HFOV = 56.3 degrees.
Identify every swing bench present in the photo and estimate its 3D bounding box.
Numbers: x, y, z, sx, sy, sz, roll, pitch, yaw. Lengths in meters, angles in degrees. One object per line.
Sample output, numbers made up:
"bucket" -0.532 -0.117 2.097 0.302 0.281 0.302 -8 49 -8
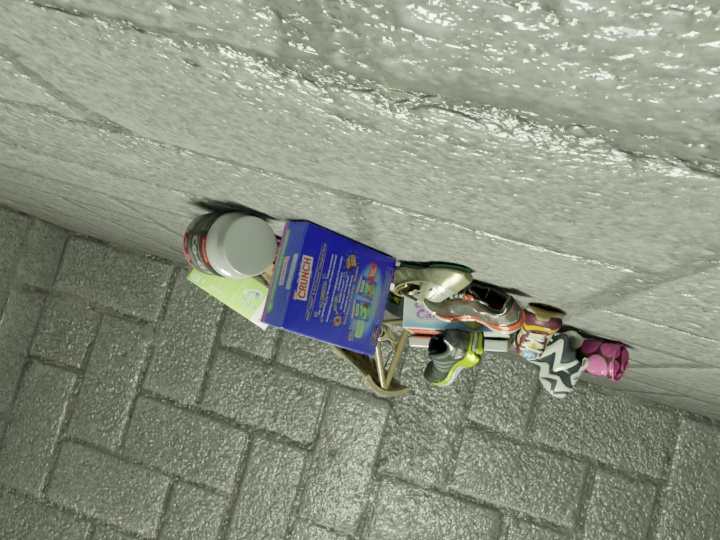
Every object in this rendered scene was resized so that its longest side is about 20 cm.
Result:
"swing bench" 0.017 0.150 1.502 0.127 0.205 0.198 -3 -161 -30

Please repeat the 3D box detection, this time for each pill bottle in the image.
"pill bottle" -0.229 -0.044 1.175 0.112 0.117 0.198 20 173 -31

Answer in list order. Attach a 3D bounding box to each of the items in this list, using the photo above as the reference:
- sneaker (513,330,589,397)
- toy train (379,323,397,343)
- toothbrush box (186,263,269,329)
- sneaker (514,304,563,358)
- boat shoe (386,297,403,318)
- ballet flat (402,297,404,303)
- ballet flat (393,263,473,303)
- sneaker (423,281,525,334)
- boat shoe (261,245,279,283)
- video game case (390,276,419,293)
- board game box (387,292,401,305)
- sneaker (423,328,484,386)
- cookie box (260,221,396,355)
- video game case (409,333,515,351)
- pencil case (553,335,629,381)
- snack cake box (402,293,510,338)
"sneaker" 0.406 0.150 1.420 0.078 0.130 0.201 19 -149 -37
"toy train" 0.014 0.074 1.282 0.198 0.086 0.116 32 156 -11
"toothbrush box" -0.258 0.012 1.422 0.199 0.086 0.146 37 -168 -19
"sneaker" 0.330 0.121 1.259 0.073 0.092 0.200 14 174 13
"boat shoe" 0.145 0.088 1.590 0.195 0.072 0.066 8 171 9
"ballet flat" 0.186 0.094 1.511 0.195 0.075 0.073 14 174 -2
"ballet flat" 0.118 0.025 1.116 0.066 0.064 0.199 18 173 -25
"sneaker" 0.190 0.044 1.168 0.196 0.078 0.083 11 145 35
"boat shoe" -0.177 -0.017 1.340 0.197 0.077 0.072 30 169 21
"video game case" 0.000 0.000 1.318 0.196 0.037 0.181 19 173 -20
"board game box" -0.020 0.032 1.419 0.196 0.024 0.104 16 175 29
"sneaker" 0.157 0.154 1.255 0.079 0.075 0.201 21 146 -8
"cookie box" -0.049 0.031 1.112 0.197 0.175 0.074 22 168 -37
"video game case" 0.216 0.142 1.393 0.195 0.024 0.182 2 -178 18
"pencil case" 0.481 0.187 1.458 0.093 0.092 0.198 37 161 -35
"snack cake box" 0.187 0.088 1.284 0.195 0.069 0.115 2 171 16
